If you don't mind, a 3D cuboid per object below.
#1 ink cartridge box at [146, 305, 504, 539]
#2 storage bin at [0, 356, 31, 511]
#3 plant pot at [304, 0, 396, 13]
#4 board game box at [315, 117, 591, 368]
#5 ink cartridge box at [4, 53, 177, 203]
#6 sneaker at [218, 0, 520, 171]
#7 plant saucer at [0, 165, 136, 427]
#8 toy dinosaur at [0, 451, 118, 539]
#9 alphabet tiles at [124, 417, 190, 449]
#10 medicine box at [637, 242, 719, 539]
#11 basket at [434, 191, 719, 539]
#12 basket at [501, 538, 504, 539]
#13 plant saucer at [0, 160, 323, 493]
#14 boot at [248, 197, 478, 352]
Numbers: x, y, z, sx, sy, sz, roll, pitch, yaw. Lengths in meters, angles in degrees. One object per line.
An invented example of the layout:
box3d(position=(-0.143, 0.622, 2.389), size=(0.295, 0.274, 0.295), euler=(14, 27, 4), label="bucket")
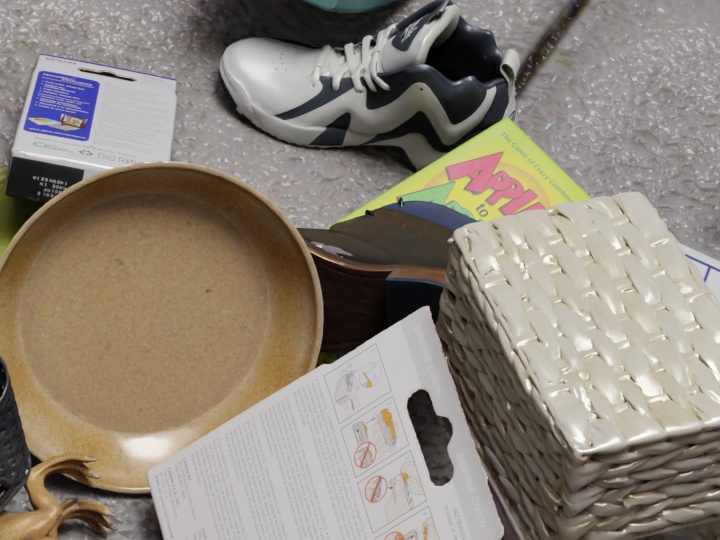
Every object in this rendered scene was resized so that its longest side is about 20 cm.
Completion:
box3d(position=(-0.014, 0.136, 1.599), size=(0.199, 0.050, 0.162), euler=(-30, 53, 16), label="ink cartridge box")
box3d(position=(-0.296, 0.081, 1.590), size=(0.199, 0.094, 0.135), euler=(28, 61, 22), label="storage bin")
box3d(position=(-0.017, -0.253, 1.890), size=(0.141, 0.142, 0.200), euler=(25, 28, 7), label="plant pot")
box3d(position=(0.043, -0.003, 1.773), size=(0.199, 0.048, 0.102), euler=(-32, 58, -20), label="board game box")
box3d(position=(-0.164, -0.085, 1.796), size=(0.094, 0.037, 0.200), euler=(11, 22, -5), label="ink cartridge box")
box3d(position=(0.012, -0.135, 1.850), size=(0.198, 0.130, 0.080), euler=(23, 49, 5), label="sneaker")
box3d(position=(-0.184, 0.005, 1.743), size=(0.199, 0.031, 0.201), euler=(7, 50, -9), label="plant saucer")
box3d(position=(-0.192, 0.148, 1.614), size=(0.200, 0.061, 0.106), euler=(34, 53, 14), label="toy dinosaur")
box3d(position=(-0.180, 0.030, 1.748), size=(0.199, 0.008, 0.168), euler=(24, 50, 7), label="alphabet tiles")
box3d(position=(0.206, 0.103, 1.706), size=(0.199, 0.103, 0.183), euler=(24, 57, 3), label="medicine box")
box3d(position=(0.131, 0.067, 1.549), size=(0.135, 0.124, 0.200), euler=(-12, 45, -16), label="basket")
box3d(position=(0.117, 0.234, 1.567), size=(0.148, 0.143, 0.201), euler=(4, 51, -10), label="basket")
box3d(position=(-0.122, 0.029, 1.664), size=(0.199, 0.201, 0.035), euler=(-1, 19, -15), label="plant saucer")
box3d(position=(0.000, 0.000, 1.717), size=(0.199, 0.075, 0.097), euler=(16, 30, 25), label="boot")
